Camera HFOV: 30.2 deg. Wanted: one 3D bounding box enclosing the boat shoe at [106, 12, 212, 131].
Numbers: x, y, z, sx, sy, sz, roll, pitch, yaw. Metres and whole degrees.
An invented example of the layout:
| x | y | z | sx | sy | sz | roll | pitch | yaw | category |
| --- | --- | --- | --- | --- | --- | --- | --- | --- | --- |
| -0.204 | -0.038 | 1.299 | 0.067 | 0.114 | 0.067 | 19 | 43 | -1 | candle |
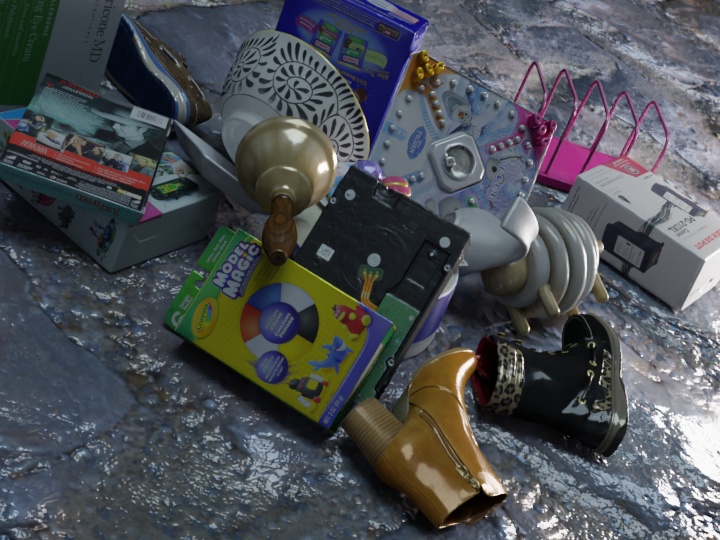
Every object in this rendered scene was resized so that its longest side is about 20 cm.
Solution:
| x | y | z | sx | sy | sz | roll | pitch | yaw | category |
| --- | --- | --- | --- | --- | --- | --- | --- | --- | --- |
| -0.249 | -0.238 | 1.614 | 0.072 | 0.072 | 0.201 | -4 | 50 | -46 | boat shoe |

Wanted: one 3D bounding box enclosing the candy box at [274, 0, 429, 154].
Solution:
| x | y | z | sx | sy | sz | roll | pitch | yaw | category |
| --- | --- | --- | --- | --- | --- | --- | --- | --- | --- |
| -0.030 | -0.244 | 1.633 | 0.168 | 0.201 | 0.077 | 28 | 28 | 8 | candy box |

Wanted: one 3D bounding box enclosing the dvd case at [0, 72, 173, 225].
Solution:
| x | y | z | sx | sy | sz | roll | pitch | yaw | category |
| --- | --- | --- | --- | --- | --- | --- | --- | --- | --- |
| -0.272 | -0.125 | 1.339 | 0.145 | 0.022 | 0.201 | 19 | 33 | -11 | dvd case |

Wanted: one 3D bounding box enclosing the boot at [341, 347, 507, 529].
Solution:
| x | y | z | sx | sy | sz | roll | pitch | yaw | category |
| --- | --- | --- | --- | --- | --- | --- | --- | --- | --- |
| 0.086 | 0.158 | 1.238 | 0.144 | 0.071 | 0.200 | 43 | 39 | 19 | boot |

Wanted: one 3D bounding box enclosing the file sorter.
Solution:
| x | y | z | sx | sy | sz | roll | pitch | yaw | category |
| --- | --- | --- | --- | --- | --- | --- | --- | --- | --- |
| 0.312 | -0.192 | 1.864 | 0.198 | 0.126 | 0.139 | 17 | 32 | -12 | file sorter |

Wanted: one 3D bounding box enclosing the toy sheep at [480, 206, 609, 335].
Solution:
| x | y | z | sx | sy | sz | roll | pitch | yaw | category |
| --- | --- | --- | --- | --- | --- | --- | --- | --- | --- |
| 0.209 | -0.007 | 1.510 | 0.199 | 0.139 | 0.138 | -10 | 44 | -45 | toy sheep |

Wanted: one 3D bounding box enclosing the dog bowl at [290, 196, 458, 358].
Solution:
| x | y | z | sx | sy | sz | roll | pitch | yaw | category |
| --- | --- | --- | --- | --- | --- | --- | --- | --- | --- |
| 0.000 | 0.000 | 1.399 | 0.198 | 0.079 | 0.201 | 17 | 31 | -11 | dog bowl |

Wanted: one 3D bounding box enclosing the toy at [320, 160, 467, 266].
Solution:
| x | y | z | sx | sy | sz | roll | pitch | yaw | category |
| --- | --- | --- | --- | --- | --- | --- | --- | --- | --- |
| 0.022 | -0.074 | 1.404 | 0.114 | 0.047 | 0.200 | -3 | 40 | -40 | toy |

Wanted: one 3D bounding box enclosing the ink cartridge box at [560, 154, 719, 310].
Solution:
| x | y | z | sx | sy | sz | roll | pitch | yaw | category |
| --- | --- | --- | --- | --- | --- | --- | --- | --- | --- |
| 0.375 | -0.052 | 1.731 | 0.199 | 0.085 | 0.144 | 37 | 34 | 22 | ink cartridge box |

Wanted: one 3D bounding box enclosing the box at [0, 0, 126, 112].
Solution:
| x | y | z | sx | sy | sz | roll | pitch | yaw | category |
| --- | --- | --- | --- | --- | --- | --- | --- | --- | --- |
| -0.383 | -0.306 | 1.488 | 0.170 | 0.200 | 0.200 | -3 | 41 | -37 | box |

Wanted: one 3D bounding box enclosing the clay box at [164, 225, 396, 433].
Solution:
| x | y | z | sx | sy | sz | roll | pitch | yaw | category |
| --- | --- | --- | --- | --- | --- | --- | --- | --- | --- |
| -0.080 | 0.049 | 1.233 | 0.199 | 0.116 | 0.048 | 31 | -7 | 11 | clay box |

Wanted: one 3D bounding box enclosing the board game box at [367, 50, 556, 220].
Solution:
| x | y | z | sx | sy | sz | roll | pitch | yaw | category |
| --- | --- | --- | --- | --- | --- | --- | --- | --- | --- |
| 0.115 | -0.128 | 1.563 | 0.199 | 0.202 | 0.026 | 26 | -12 | -14 | board game box |

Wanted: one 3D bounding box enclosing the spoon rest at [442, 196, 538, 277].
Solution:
| x | y | z | sx | sy | sz | roll | pitch | yaw | category |
| --- | --- | --- | --- | --- | --- | --- | --- | --- | --- |
| 0.130 | -0.032 | 1.443 | 0.060 | 0.200 | 0.100 | 38 | 71 | -16 | spoon rest |

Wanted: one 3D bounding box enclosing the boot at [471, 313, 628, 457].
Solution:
| x | y | z | sx | sy | sz | roll | pitch | yaw | category |
| --- | --- | --- | --- | --- | --- | --- | --- | --- | --- |
| 0.193 | 0.099 | 1.391 | 0.149 | 0.074 | 0.201 | 17 | 37 | -12 | boot |

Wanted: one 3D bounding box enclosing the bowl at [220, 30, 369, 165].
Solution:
| x | y | z | sx | sy | sz | roll | pitch | yaw | category |
| --- | --- | --- | --- | --- | --- | --- | --- | --- | --- |
| -0.096 | -0.160 | 1.511 | 0.200 | 0.202 | 0.094 | 35 | 57 | 19 | bowl |

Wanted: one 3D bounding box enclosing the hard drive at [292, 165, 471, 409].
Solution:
| x | y | z | sx | sy | sz | roll | pitch | yaw | category |
| --- | --- | --- | --- | --- | --- | --- | --- | --- | --- |
| -0.001 | 0.020 | 1.273 | 0.139 | 0.201 | 0.038 | 29 | -7 | 12 | hard drive |

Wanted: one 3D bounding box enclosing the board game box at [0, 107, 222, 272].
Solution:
| x | y | z | sx | sy | sz | roll | pitch | yaw | category |
| --- | --- | --- | --- | --- | --- | --- | --- | --- | --- |
| -0.266 | -0.095 | 1.380 | 0.199 | 0.065 | 0.147 | 36 | 32 | 20 | board game box |

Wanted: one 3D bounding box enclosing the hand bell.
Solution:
| x | y | z | sx | sy | sz | roll | pitch | yaw | category |
| --- | --- | --- | --- | --- | --- | --- | --- | --- | --- |
| -0.073 | -0.057 | 1.250 | 0.103 | 0.105 | 0.201 | 17 | 28 | -11 | hand bell |

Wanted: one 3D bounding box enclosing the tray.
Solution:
| x | y | z | sx | sy | sz | roll | pitch | yaw | category |
| --- | --- | --- | --- | --- | --- | --- | --- | --- | --- |
| -0.151 | -0.107 | 1.441 | 0.107 | 0.022 | 0.200 | 39 | 2 | -23 | tray |
